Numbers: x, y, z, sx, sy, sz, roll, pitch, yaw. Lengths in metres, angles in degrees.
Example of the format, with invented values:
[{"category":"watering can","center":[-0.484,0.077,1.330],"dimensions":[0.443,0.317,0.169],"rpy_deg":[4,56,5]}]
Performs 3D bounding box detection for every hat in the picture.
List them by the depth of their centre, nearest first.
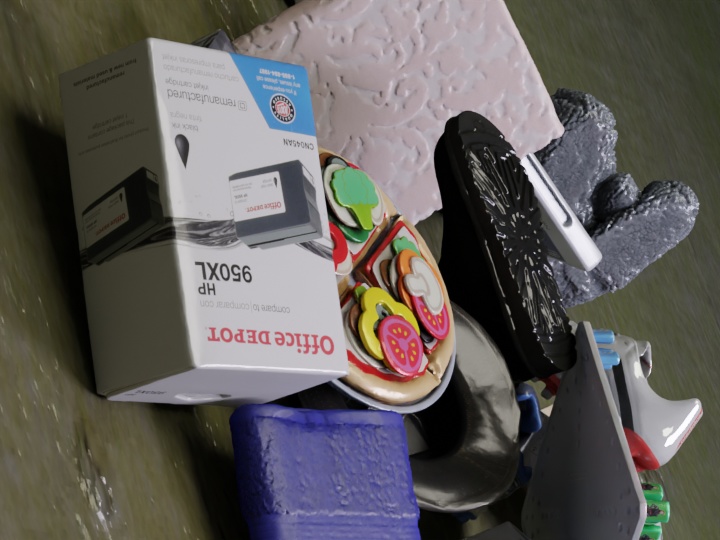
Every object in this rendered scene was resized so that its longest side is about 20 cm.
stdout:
[{"category":"hat","center":[0.012,0.095,1.740],"dimensions":[0.200,0.081,0.201],"rpy_deg":[24,45,-27]}]

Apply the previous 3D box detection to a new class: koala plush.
[{"category":"koala plush","center":[0.164,-0.072,2.266],"dimensions":[0.177,0.184,0.200],"rpy_deg":[42,8,-25]}]

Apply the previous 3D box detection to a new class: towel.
[{"category":"towel","center":[-0.019,0.183,1.582],"dimensions":[0.147,0.049,0.201],"rpy_deg":[7,68,-46]},{"category":"towel","center":[0.029,-0.135,1.903],"dimensions":[0.191,0.200,0.032],"rpy_deg":[61,-4,-19]}]

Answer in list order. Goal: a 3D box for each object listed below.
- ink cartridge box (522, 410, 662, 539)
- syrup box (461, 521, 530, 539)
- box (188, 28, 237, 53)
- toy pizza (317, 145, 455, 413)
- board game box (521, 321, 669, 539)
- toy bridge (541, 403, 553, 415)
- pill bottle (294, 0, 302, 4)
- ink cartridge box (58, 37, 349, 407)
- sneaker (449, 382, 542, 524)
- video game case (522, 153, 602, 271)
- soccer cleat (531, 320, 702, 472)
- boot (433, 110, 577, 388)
[{"category":"ink cartridge box","center":[0.189,0.192,2.027],"dimensions":[0.200,0.050,0.161],"rpy_deg":[48,-9,-36]},{"category":"syrup box","center":[0.098,0.283,1.765],"dimensions":[0.081,0.079,0.200],"rpy_deg":[45,29,-43]},{"category":"box","center":[-0.095,-0.053,1.697],"dimensions":[0.158,0.050,0.200],"rpy_deg":[60,22,-16]},{"category":"toy pizza","center":[0.000,0.000,1.691],"dimensions":[0.200,0.032,0.201],"rpy_deg":[33,40,-33]},{"category":"board game box","center":[0.164,0.173,1.811],"dimensions":[0.200,0.026,0.200],"rpy_deg":[-102,-159,-50]},{"category":"toy bridge","center":[0.147,0.127,2.134],"dimensions":[0.200,0.027,0.067],"rpy_deg":[67,20,4]},{"category":"pill bottle","center":[-0.009,-0.292,2.091],"dimensions":[0.112,0.112,0.200],"rpy_deg":[42,30,-48]},{"category":"ink cartridge box","center":[-0.093,-0.025,1.534],"dimensions":[0.144,0.084,0.201],"rpy_deg":[5,72,-50]},{"category":"sneaker","center":[0.101,0.106,1.961],"dimensions":[0.077,0.085,0.200],"rpy_deg":[51,24,-36]},{"category":"video game case","center":[0.089,-0.087,2.066],"dimensions":[0.200,0.023,0.182],"rpy_deg":[24,-25,55]},{"category":"soccer cleat","center":[0.177,0.071,1.968],"dimensions":[0.200,0.085,0.069],"rpy_deg":[45,-9,25]},{"category":"boot","center":[0.054,0.006,1.849],"dimensions":[0.079,0.158,0.212],"rpy_deg":[4,68,-57]}]
